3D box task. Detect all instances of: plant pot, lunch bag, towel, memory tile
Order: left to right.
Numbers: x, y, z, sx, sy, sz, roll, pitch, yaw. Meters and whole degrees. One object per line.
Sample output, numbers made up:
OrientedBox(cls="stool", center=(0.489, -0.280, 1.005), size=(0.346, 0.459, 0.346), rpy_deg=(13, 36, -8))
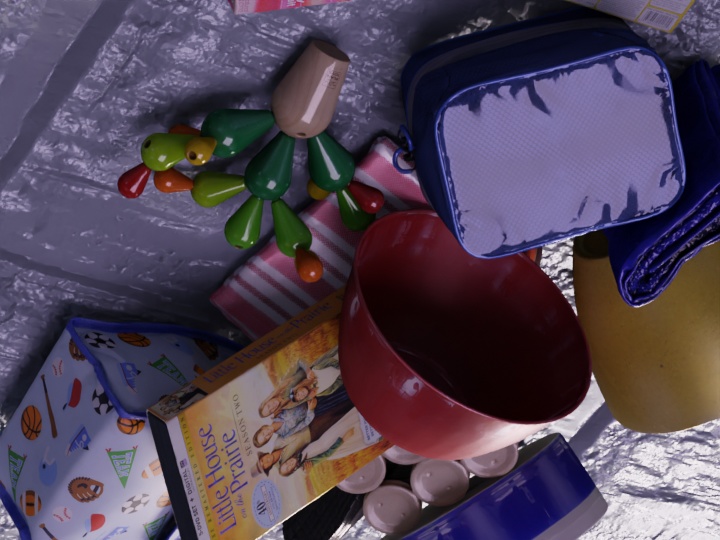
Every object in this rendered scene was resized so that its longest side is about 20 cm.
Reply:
OrientedBox(cls="lunch bag", center=(-0.163, 0.135, 1.623), size=(0.199, 0.124, 0.170), rpy_deg=(4, 132, -46))
OrientedBox(cls="towel", center=(0.000, 0.000, 1.602), size=(0.146, 0.030, 0.200), rpy_deg=(39, 111, -25))
OrientedBox(cls="memory tile", center=(0.021, 0.117, 1.694), size=(0.153, 0.017, 0.200), rpy_deg=(-34, 110, 19))
OrientedBox(cls="lunch bag", center=(0.120, -0.101, 1.489), size=(0.199, 0.132, 0.137), rpy_deg=(-13, 113, -5))
OrientedBox(cls="plant pot", center=(0.248, 0.010, 1.650), size=(0.199, 0.200, 0.142), rpy_deg=(-33, 114, 11))
OrientedBox(cls="towel", center=(0.233, -0.073, 1.540), size=(0.148, 0.200, 0.050), rpy_deg=(-40, 111, 18))

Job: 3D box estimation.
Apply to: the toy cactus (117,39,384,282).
OrientedBox(cls="toy cactus", center=(-0.058, -0.083, 1.472), size=(0.199, 0.102, 0.166), rpy_deg=(20, 112, -22))

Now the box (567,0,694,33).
OrientedBox(cls="box", center=(0.221, -0.266, 1.437), size=(0.117, 0.049, 0.200), rpy_deg=(12, 130, -33))

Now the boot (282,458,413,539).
OrientedBox(cls="boot", center=(0.030, 0.187, 1.810), size=(0.130, 0.068, 0.200), rpy_deg=(11, 130, -41))

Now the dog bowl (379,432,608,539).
OrientedBox(cls="dog bowl", center=(0.110, 0.224, 1.792), size=(0.199, 0.079, 0.200), rpy_deg=(-32, 177, -2))

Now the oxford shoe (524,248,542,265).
OrientedBox(cls="oxford shoe", center=(0.110, 0.027, 1.686), size=(0.072, 0.071, 0.200), rpy_deg=(-17, 148, -35))

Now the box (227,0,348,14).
OrientedBox(cls="box", center=(-0.037, -0.268, 1.276), size=(0.102, 0.095, 0.201), rpy_deg=(-9, 137, -18))

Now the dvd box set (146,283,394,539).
OrientedBox(cls="dvd box set", center=(-0.062, 0.118, 1.568), size=(0.199, 0.029, 0.147), rpy_deg=(-31, 126, -30))

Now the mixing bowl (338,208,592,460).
OrientedBox(cls="mixing bowl", center=(0.058, 0.064, 1.526), size=(0.199, 0.201, 0.109), rpy_deg=(9, 134, -32))
